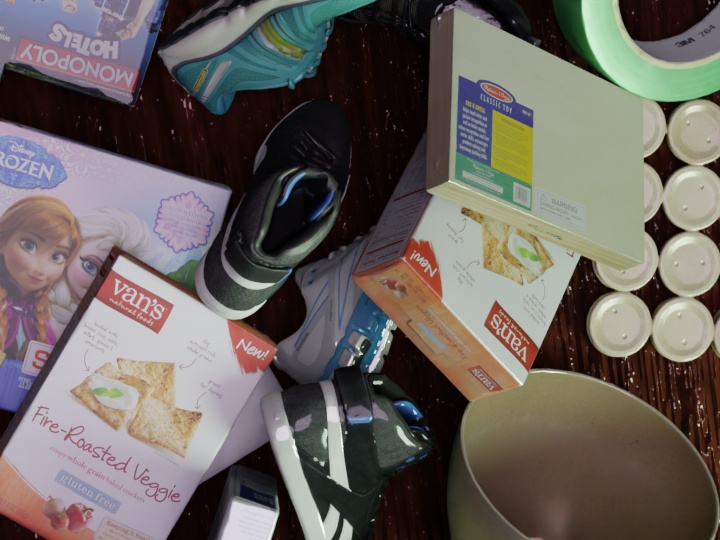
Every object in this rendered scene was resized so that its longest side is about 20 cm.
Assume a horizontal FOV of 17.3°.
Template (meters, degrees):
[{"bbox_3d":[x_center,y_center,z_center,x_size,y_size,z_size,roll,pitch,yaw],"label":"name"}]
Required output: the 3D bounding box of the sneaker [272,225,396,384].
[{"bbox_3d":[0.000,0.000,1.742,0.086,0.075,0.201,27,77,22],"label":"sneaker"}]

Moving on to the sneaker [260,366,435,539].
[{"bbox_3d":[0.007,0.154,1.701,0.111,0.073,0.201,-17,133,1],"label":"sneaker"}]

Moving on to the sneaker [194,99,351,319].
[{"bbox_3d":[-0.036,-0.059,1.665,0.073,0.112,0.201,35,54,-11],"label":"sneaker"}]

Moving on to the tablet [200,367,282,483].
[{"bbox_3d":[-0.149,0.060,1.750,0.130,0.014,0.201,-31,98,-4],"label":"tablet"}]

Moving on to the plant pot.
[{"bbox_3d":[0.145,0.190,1.734,0.199,0.201,0.135,15,129,-9],"label":"plant pot"}]

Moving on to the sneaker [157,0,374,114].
[{"bbox_3d":[-0.051,-0.173,1.686,0.199,0.078,0.080,-23,113,35],"label":"sneaker"}]

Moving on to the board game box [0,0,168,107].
[{"bbox_3d":[-0.241,-0.196,1.690,0.198,0.062,0.201,19,93,-10],"label":"board game box"}]

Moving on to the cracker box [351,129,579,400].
[{"bbox_3d":[0.089,-0.028,1.685,0.134,0.057,0.201,45,51,-23],"label":"cracker box"}]

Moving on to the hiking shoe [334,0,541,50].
[{"bbox_3d":[0.036,-0.204,1.710,0.198,0.101,0.076,17,92,-10],"label":"hiking shoe"}]

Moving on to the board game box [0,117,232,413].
[{"bbox_3d":[-0.215,0.007,1.707,0.198,0.041,0.201,16,94,-10],"label":"board game box"}]

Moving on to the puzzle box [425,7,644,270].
[{"bbox_3d":[0.126,-0.091,1.673,0.199,0.025,0.134,21,62,-37],"label":"puzzle box"}]

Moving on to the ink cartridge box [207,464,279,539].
[{"bbox_3d":[-0.106,0.246,1.678,0.040,0.200,0.202,20,91,-3],"label":"ink cartridge box"}]

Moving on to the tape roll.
[{"bbox_3d":[0.234,-0.224,1.721,0.199,0.048,0.202,-13,120,-23],"label":"tape roll"}]

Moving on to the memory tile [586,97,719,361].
[{"bbox_3d":[0.250,-0.030,1.800,0.152,0.017,0.202,4,94,-9],"label":"memory tile"}]

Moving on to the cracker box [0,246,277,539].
[{"bbox_3d":[-0.166,0.103,1.675,0.133,0.058,0.201,30,91,-12],"label":"cracker box"}]
